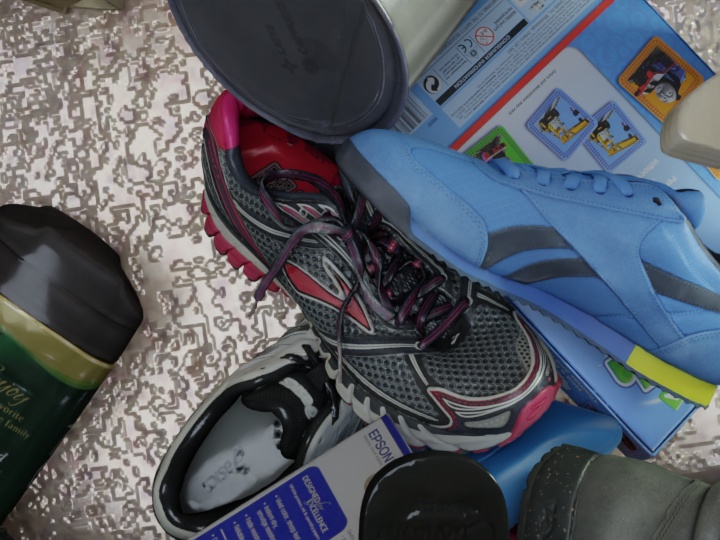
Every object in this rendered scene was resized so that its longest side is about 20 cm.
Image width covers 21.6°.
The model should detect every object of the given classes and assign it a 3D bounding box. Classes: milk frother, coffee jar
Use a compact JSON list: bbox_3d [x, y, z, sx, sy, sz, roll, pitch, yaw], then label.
[{"bbox_3d":[-0.028,-0.184,0.805,0.189,0.199,0.181,-53,132,-33],"label":"milk frother"},{"bbox_3d":[-0.179,0.065,0.852,0.085,0.104,0.201,35,92,-12],"label":"coffee jar"}]

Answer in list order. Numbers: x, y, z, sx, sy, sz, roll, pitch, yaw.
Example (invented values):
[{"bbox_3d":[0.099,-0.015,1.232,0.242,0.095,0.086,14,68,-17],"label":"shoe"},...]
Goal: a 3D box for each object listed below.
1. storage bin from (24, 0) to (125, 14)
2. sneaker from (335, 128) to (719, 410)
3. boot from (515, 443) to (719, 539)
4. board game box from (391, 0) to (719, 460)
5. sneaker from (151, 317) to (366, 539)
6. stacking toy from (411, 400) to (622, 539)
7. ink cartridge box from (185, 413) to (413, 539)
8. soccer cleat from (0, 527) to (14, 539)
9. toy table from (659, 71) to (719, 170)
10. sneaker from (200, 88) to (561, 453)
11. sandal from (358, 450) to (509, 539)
[{"bbox_3d":[-0.201,-0.187,0.807,0.197,0.200,0.095,18,92,3],"label":"storage bin"},{"bbox_3d":[0.085,-0.020,0.767,0.199,0.066,0.079,28,105,-17],"label":"sneaker"},{"bbox_3d":[0.120,0.170,0.730,0.130,0.067,0.202,9,95,32],"label":"boot"},{"bbox_3d":[0.107,-0.038,0.852,0.151,0.037,0.200,-43,87,-16],"label":"board game box"},{"bbox_3d":[-0.014,0.054,0.852,0.076,0.088,0.200,44,90,4],"label":"sneaker"},{"bbox_3d":[0.075,0.162,0.848,0.116,0.109,0.202,-32,111,-28],"label":"stacking toy"},{"bbox_3d":[-0.051,0.146,0.750,0.199,0.095,0.037,-34,131,0],"label":"ink cartridge box"},{"bbox_3d":[-0.148,0.160,0.825,0.073,0.200,0.068,-41,51,14],"label":"soccer cleat"},{"bbox_3d":[0.213,-0.082,0.760,0.182,0.200,0.118,9,70,0],"label":"toy table"},{"bbox_3d":[0.000,0.000,0.801,0.200,0.075,0.081,39,66,22],"label":"sneaker"},{"bbox_3d":[0.028,0.168,0.695,0.074,0.045,0.202,-4,103,-9],"label":"sandal"}]
